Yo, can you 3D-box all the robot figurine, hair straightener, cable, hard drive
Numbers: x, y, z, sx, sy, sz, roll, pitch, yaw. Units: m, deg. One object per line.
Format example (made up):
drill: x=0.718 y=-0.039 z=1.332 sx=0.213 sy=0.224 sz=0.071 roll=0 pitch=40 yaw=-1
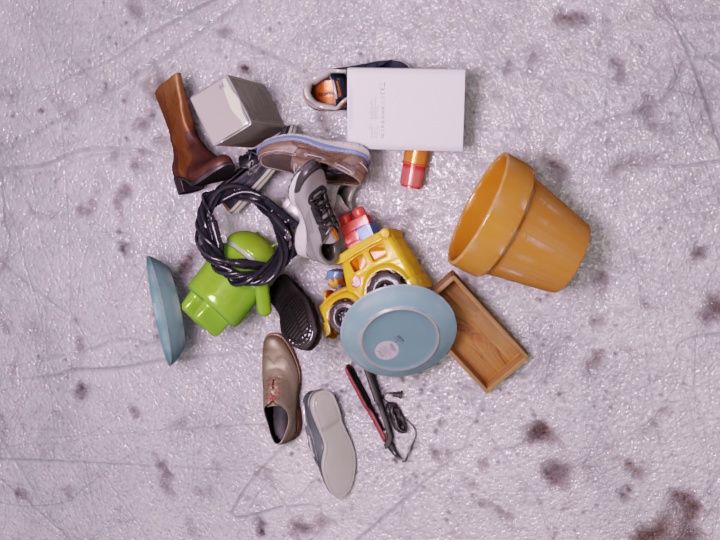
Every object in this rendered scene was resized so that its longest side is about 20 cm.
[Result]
robot figurine: x=-0.225 y=0.016 z=1.677 sx=0.174 sy=0.116 sz=0.201 roll=26 pitch=73 yaw=46
hair straightener: x=0.047 y=0.246 z=1.690 sx=0.076 sy=0.041 sz=0.203 roll=-25 pitch=89 yaw=14
cable: x=-0.204 y=-0.063 z=1.623 sx=0.199 sy=0.051 sz=0.164 roll=39 pitch=74 yaw=10
hard drive: x=0.076 y=-0.270 z=1.581 sx=0.196 sy=0.027 sz=0.135 roll=3 pitch=105 yaw=8

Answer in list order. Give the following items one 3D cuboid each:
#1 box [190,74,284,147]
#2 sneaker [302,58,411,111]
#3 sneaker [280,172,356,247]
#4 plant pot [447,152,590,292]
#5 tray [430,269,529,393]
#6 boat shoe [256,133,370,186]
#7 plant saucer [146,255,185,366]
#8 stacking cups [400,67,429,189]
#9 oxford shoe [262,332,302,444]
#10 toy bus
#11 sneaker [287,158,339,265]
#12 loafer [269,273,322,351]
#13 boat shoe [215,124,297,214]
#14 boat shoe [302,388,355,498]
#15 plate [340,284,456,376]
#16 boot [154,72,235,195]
box: x=-0.206 y=-0.269 z=1.620 sx=0.077 sy=0.200 sz=0.096 roll=-27 pitch=89 yaw=14
sneaker: x=-0.005 y=-0.316 z=1.634 sx=0.196 sy=0.079 sz=0.080 roll=-13 pitch=91 yaw=12
sneaker: x=-0.074 y=-0.112 z=1.655 sx=0.201 sy=0.074 sz=0.100 roll=-52 pitch=54 yaw=13
plant pot: x=0.267 y=-0.060 z=1.546 sx=0.181 sy=0.200 sz=0.203 roll=27 pitch=101 yaw=-6
tray: x=0.188 y=0.105 z=1.621 sx=0.098 sy=0.037 sz=0.200 roll=-41 pitch=102 yaw=13
boat shoe: x=-0.084 y=-0.180 z=1.592 sx=0.196 sy=0.073 sz=0.074 roll=3 pitch=58 yaw=10
plant saucer: x=-0.349 y=0.070 z=1.707 sx=0.035 sy=0.200 sz=0.204 roll=-11 pitch=93 yaw=-18
stacking cups: x=0.103 y=-0.244 z=1.631 sx=0.059 sy=0.060 sz=0.204 roll=14 pitch=103 yaw=11
oxford shoe: x=-0.146 y=0.216 z=1.715 sx=0.069 sy=0.075 sz=0.204 roll=-10 pitch=93 yaw=14
toy bus: x=0.000 y=0.000 z=1.634 sx=0.198 sy=0.135 sz=0.195 roll=-29 pitch=85 yaw=16
sneaker: x=-0.067 y=-0.094 z=1.547 sx=0.079 sy=0.074 sz=0.203 roll=30 pitch=143 yaw=32
loafer: x=-0.100 y=0.075 z=1.645 sx=0.071 sy=0.201 sz=0.073 roll=33 pitch=105 yaw=-32
boat shoe: x=-0.187 y=-0.188 z=1.687 sx=0.062 sy=0.075 sz=0.200 roll=40 pitch=108 yaw=-15
boat shoe: x=-0.061 y=0.313 z=1.723 sx=0.061 sy=0.072 sz=0.204 roll=0 pitch=106 yaw=56
plate: x=0.064 y=0.109 z=1.571 sx=0.196 sy=0.026 sz=0.203 roll=-3 pitch=127 yaw=-3
boot: x=-0.295 y=-0.250 z=1.680 sx=0.067 sy=0.187 sz=0.204 roll=-13 pitch=92 yaw=-29
